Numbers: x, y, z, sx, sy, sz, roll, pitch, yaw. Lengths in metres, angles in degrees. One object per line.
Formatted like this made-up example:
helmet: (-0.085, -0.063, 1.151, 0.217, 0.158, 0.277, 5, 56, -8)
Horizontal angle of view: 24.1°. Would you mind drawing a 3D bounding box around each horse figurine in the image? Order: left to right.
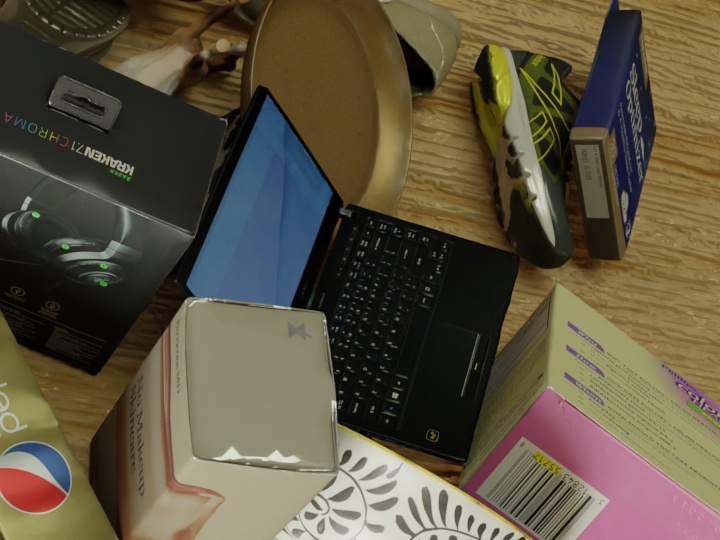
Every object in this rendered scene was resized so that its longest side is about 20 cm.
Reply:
horse figurine: (-0.147, -0.125, 1.158, 0.200, 0.132, 0.050, -41, 99, -26)

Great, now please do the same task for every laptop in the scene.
laptop: (0.000, 0.000, 1.075, 0.199, 0.103, 0.178, 17, 52, 3)

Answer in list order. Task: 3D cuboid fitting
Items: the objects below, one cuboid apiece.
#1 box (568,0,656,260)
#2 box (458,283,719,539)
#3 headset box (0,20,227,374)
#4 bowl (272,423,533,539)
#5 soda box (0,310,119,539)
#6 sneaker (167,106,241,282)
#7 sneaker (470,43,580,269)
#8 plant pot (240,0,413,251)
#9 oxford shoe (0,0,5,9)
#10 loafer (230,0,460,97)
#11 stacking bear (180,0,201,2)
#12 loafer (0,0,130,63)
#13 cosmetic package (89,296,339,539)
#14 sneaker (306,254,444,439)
box: (0.204, -0.119, 1.330, 0.032, 0.121, 0.200, 1, 43, 20)
box: (0.167, 0.125, 1.124, 0.176, 0.097, 0.200, 36, 20, -5)
headset box: (-0.196, -0.046, 1.017, 0.174, 0.200, 0.093, 23, 53, -14)
bowl: (0.007, 0.169, 1.032, 0.200, 0.201, 0.094, 32, 79, -8)
soda box: (-0.215, 0.110, 0.995, 0.064, 0.068, 0.200, -19, 72, -34)
sneaker: (-0.080, -0.045, 1.183, 0.089, 0.077, 0.200, 53, 42, -32)
sneaker: (0.145, -0.095, 1.304, 0.084, 0.075, 0.201, -4, 63, -13)
plant pot: (-0.026, -0.112, 1.180, 0.200, 0.027, 0.201, 5, 84, -56)
oxford shoe: (-0.318, -0.159, 1.111, 0.200, 0.071, 0.071, -32, 113, -31)
loafer: (-0.011, -0.188, 1.276, 0.199, 0.076, 0.068, 16, 49, -21)
stacking bear: (-0.186, -0.251, 1.158, 0.200, 0.122, 0.114, 2, 37, -44)
loafer: (-0.226, -0.149, 1.153, 0.076, 0.068, 0.200, 40, 35, -2)
cosmetic package: (-0.091, 0.107, 0.980, 0.087, 0.200, 0.104, 8, 57, -22)
sneaker: (-0.004, 0.029, 1.155, 0.095, 0.079, 0.200, 26, 44, 0)
